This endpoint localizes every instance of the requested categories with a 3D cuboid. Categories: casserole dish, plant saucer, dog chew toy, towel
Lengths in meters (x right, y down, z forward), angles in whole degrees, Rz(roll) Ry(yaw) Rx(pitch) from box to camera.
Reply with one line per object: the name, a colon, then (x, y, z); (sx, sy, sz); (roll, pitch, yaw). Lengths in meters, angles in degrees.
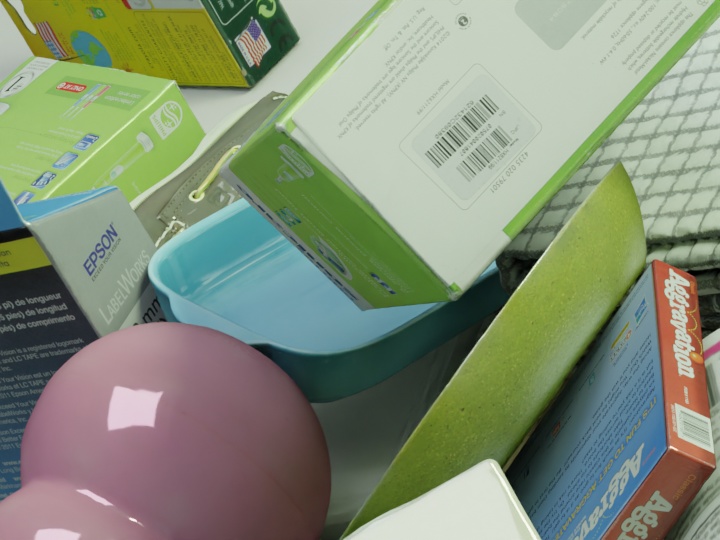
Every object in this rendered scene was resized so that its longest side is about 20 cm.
casserole dish: (0.000, 0.000, 1.071); (0.121, 0.039, 0.200); (24, 39, 33)
plant saucer: (0.044, 0.052, 0.877); (0.200, 0.031, 0.200); (-53, -5, -7)
dog chew toy: (-0.096, 0.118, 0.962); (0.124, 0.125, 0.200); (4, 53, 46)
towel: (0.169, -0.036, 0.977); (0.200, 0.086, 0.166); (-8, 40, 41)

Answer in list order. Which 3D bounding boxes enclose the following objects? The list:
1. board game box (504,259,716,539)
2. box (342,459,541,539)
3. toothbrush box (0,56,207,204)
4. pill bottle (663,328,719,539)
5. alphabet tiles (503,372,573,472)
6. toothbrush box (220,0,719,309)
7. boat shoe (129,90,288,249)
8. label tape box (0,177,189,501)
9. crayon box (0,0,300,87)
board game box: (0.055, 0.100, 0.827); (0.200, 0.019, 0.103); (-58, 13, 31)
box: (0.054, 0.160, 0.702); (0.082, 0.068, 0.200); (-28, 62, 0)
toothbrush box: (-0.181, -0.012, 1.272); (0.200, 0.086, 0.146); (-44, 32, -24)
pill bottle: (0.150, 0.106, 0.749); (0.113, 0.113, 0.200); (-23, 29, 13)
alphabet tiles: (0.104, 0.064, 0.970); (0.166, 0.006, 0.200); (-5, 37, 39)
toothbrush box: (0.035, -0.066, 0.912); (0.146, 0.086, 0.200); (-47, 6, -8)
boat shoe: (-0.062, -0.020, 1.190); (0.060, 0.072, 0.202); (-13, 29, 38)
label tape box: (-0.152, 0.017, 1.079); (0.143, 0.200, 0.066); (-9, 33, 34)
crayon box: (-0.139, -0.170, 1.441); (0.200, 0.127, 0.051); (6, 45, 47)
